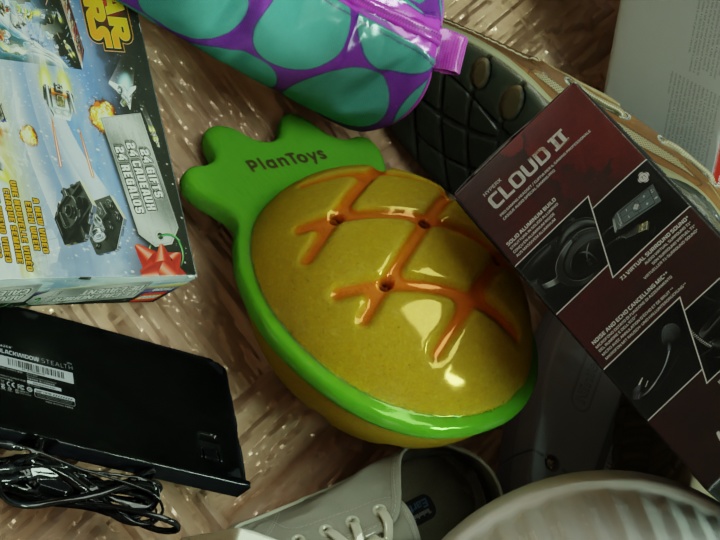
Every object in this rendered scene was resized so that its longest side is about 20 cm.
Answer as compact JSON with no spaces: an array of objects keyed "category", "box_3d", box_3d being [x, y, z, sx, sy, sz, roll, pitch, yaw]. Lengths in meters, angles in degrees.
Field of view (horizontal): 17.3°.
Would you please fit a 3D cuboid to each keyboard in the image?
[{"category":"keyboard","box_3d":[-0.143,0.063,0.998,0.199,0.040,0.105,16,39,-27]}]

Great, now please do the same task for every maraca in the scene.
[{"category":"maraca","box_3d":[0.000,0.000,1.072,0.136,0.107,0.200,-10,51,-40]}]

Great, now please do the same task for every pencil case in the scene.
[{"category":"pencil case","box_3d":[-0.047,-0.135,1.067,0.199,0.092,0.086,27,68,-45]}]

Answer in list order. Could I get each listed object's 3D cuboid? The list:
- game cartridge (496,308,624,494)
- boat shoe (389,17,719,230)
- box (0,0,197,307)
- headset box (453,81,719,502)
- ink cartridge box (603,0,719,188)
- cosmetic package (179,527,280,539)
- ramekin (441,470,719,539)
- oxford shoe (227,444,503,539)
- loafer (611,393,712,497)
[{"category":"game cartridge","box_3d":[0.138,0.077,1.173,0.133,0.040,0.201,38,54,-20]},{"category":"boat shoe","box_3d":[0.097,-0.060,1.170,0.199,0.076,0.074,36,30,6]},{"category":"box","box_3d":[-0.155,-0.084,1.029,0.136,0.040,0.201,-1,71,-42]},{"category":"headset box","box_3d":[0.136,0.020,1.018,0.200,0.077,0.149,52,7,32]},{"category":"ink cartridge box","box_3d":[0.219,-0.154,1.219,0.175,0.201,0.084,-24,44,-39]},{"category":"cosmetic package","box_3d":[-0.041,0.213,0.940,0.105,0.071,0.201,19,73,-21]},{"category":"ramekin","box_3d":[0.107,0.193,0.993,0.198,0.105,0.202,-1,99,-4]},{"category":"oxford shoe","box_3d":[-0.011,0.129,1.036,0.199,0.058,0.076,-29,91,-37]},{"category":"loafer","box_3d":[0.160,0.110,1.111,0.068,0.076,0.201,22,69,-26]}]
